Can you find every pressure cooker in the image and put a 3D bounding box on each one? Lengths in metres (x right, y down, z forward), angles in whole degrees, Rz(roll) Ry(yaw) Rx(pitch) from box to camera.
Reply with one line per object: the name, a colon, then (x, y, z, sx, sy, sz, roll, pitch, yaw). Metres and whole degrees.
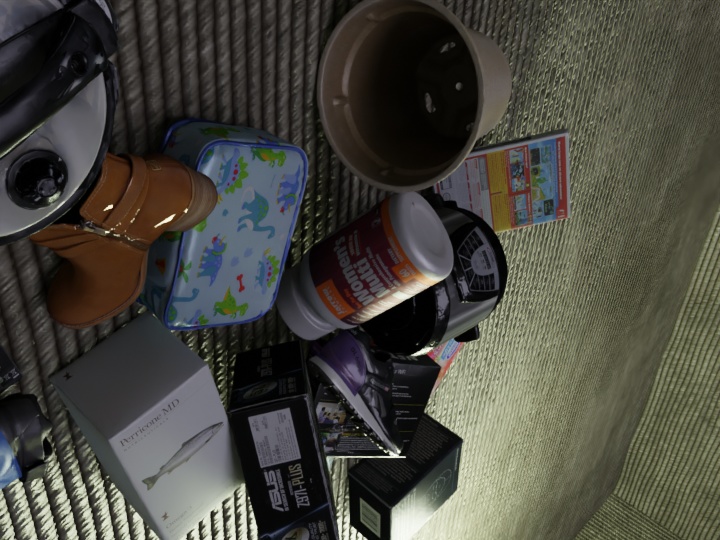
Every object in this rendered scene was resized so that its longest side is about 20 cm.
pressure cooker: (0.099, 0.004, 0.987, 0.199, 0.178, 0.178, -20, 140, -44)
pressure cooker: (-0.244, -0.110, 0.429, 0.177, 0.199, 0.178, 1, 112, -48)

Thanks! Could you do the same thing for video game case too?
video game case: (0.205, -0.119, 1.058, 0.197, 0.018, 0.144, -12, 126, 3)

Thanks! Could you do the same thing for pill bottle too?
pill bottle: (0.000, 0.000, 0.841, 0.199, 0.111, 0.109, -30, 158, 29)

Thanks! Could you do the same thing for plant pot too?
plant pot: (0.080, -0.206, 0.828, 0.183, 0.199, 0.203, -28, 136, -55)

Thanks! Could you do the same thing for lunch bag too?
lunch bag: (-0.138, -0.043, 0.730, 0.160, 0.082, 0.203, -6, 119, -50)

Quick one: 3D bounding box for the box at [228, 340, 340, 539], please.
box: (-0.086, 0.208, 0.841, 0.085, 0.164, 0.203, -12, 106, -3)

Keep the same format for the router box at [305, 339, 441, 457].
router box: (0.003, 0.180, 0.995, 0.198, 0.051, 0.151, 11, 106, -37)

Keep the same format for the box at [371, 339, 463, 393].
box: (0.111, 0.079, 1.137, 0.201, 0.094, 0.103, -58, 146, -4)

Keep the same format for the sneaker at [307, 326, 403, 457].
sneaker: (0.020, 0.154, 0.917, 0.088, 0.075, 0.201, -44, 127, -16)

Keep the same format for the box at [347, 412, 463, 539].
box: (0.081, 0.379, 1.306, 0.199, 0.106, 0.150, -32, 137, -35)

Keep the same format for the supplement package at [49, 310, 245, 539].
supplement package: (-0.211, 0.167, 0.756, 0.117, 0.117, 0.202, -37, 140, -28)

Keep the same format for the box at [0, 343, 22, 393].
box: (-0.380, 0.073, 0.528, 0.200, 0.047, 0.195, -41, 140, -27)

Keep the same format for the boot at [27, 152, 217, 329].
boot: (-0.217, -0.020, 0.574, 0.199, 0.077, 0.155, -33, 170, 15)

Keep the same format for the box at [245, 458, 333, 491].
box: (-0.077, 0.228, 1.045, 0.136, 0.040, 0.202, 2, 112, -53)

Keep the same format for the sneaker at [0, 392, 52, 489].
sneaker: (-0.322, 0.176, 0.617, 0.111, 0.077, 0.201, -22, 153, -49)
